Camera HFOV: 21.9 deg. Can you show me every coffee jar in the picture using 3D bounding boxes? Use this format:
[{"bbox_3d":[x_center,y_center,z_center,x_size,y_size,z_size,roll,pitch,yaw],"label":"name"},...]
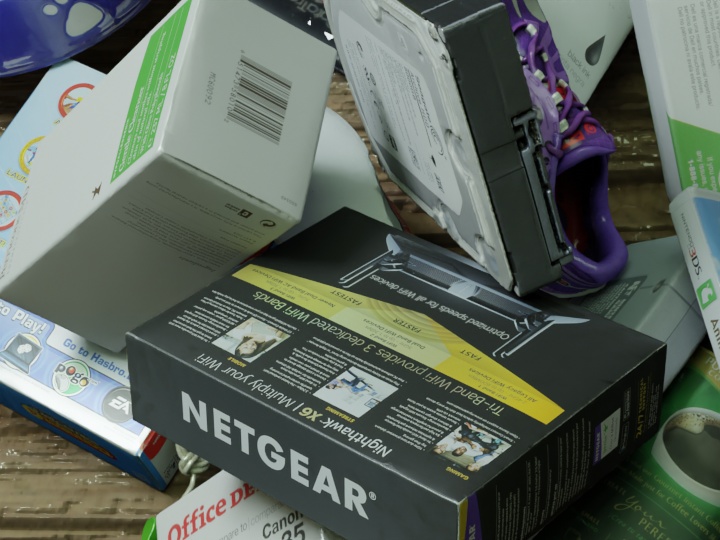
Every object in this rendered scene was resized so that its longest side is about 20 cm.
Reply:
[{"bbox_3d":[0.161,0.117,0.935,0.104,0.085,0.200,38,76,18],"label":"coffee jar"}]

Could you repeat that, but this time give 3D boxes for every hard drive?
[{"bbox_3d":[0.035,-0.085,0.910,0.038,0.141,0.200,-24,28,-10],"label":"hard drive"}]

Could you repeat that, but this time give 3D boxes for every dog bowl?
[{"bbox_3d":[-0.216,-0.214,1.170,0.198,0.079,0.201,-11,43,11],"label":"dog bowl"}]

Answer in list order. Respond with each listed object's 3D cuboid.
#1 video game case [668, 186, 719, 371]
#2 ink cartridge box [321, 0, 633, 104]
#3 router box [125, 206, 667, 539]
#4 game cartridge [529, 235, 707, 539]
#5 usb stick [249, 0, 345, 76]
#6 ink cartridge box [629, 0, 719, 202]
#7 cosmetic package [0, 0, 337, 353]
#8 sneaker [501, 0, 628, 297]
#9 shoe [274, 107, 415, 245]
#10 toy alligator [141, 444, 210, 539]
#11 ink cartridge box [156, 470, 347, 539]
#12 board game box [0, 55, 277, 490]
[{"bbox_3d":[0.251,0.054,0.913,0.198,0.022,0.184,10,54,-33],"label":"video game case"},{"bbox_3d":[0.093,-0.188,1.073,0.083,0.145,0.201,2,55,57],"label":"ink cartridge box"},{"bbox_3d":[0.016,0.051,0.854,0.199,0.053,0.157,24,38,35],"label":"router box"},{"bbox_3d":[0.108,0.064,0.956,0.040,0.133,0.200,43,76,-6],"label":"game cartridge"},{"bbox_3d":[-0.027,-0.163,1.159,0.199,0.033,0.056,34,81,26],"label":"usb stick"},{"bbox_3d":[0.255,-0.115,0.999,0.198,0.147,0.084,-13,21,4],"label":"ink cartridge box"},{"bbox_3d":[-0.103,-0.047,0.953,0.084,0.200,0.109,26,56,-25],"label":"cosmetic package"},{"bbox_3d":[0.097,-0.085,0.979,0.080,0.202,0.083,-27,12,-31],"label":"sneaker"},{"bbox_3d":[0.000,0.000,1.024,0.071,0.091,0.201,-32,67,-8],"label":"shoe"},{"bbox_3d":[-0.112,0.177,0.989,0.054,0.059,0.202,-32,41,45],"label":"toy alligator"},{"bbox_3d":[-0.026,0.190,0.903,0.146,0.082,0.202,-36,50,40],"label":"ink cartridge box"},{"bbox_3d":[-0.147,-0.004,1.087,0.199,0.056,0.197,25,70,23],"label":"board game box"}]
